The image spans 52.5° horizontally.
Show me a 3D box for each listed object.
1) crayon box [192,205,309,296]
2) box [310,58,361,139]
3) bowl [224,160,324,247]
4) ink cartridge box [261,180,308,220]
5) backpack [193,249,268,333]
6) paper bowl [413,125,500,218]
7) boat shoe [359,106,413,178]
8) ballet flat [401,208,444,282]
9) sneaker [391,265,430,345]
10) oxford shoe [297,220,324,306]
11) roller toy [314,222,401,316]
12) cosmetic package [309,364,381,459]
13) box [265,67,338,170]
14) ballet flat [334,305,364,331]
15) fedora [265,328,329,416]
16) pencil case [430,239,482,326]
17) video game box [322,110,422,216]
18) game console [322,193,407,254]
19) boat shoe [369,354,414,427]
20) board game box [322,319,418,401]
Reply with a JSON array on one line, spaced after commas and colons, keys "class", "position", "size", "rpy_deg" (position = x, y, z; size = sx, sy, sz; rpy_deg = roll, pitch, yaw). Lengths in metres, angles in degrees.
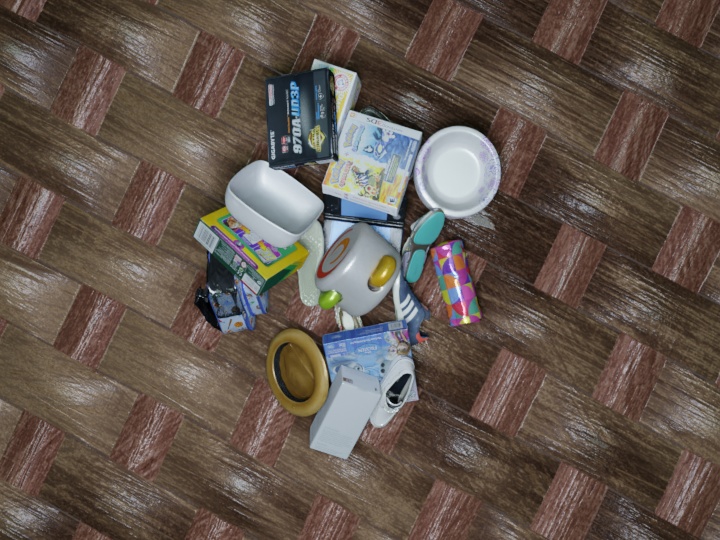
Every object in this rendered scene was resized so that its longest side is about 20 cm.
[{"class": "crayon box", "position": [-0.236, -0.057, 1.592], "size": [0.199, 0.172, 0.059], "rpy_deg": [42, 124, 10]}, {"class": "box", "position": [-0.081, -0.366, 1.693], "size": [0.110, 0.101, 0.205], "rpy_deg": [18, 91, 7]}, {"class": "bowl", "position": [-0.196, -0.138, 1.606], "size": [0.198, 0.200, 0.075], "rpy_deg": [36, 123, 0]}, {"class": "ink cartridge box", "position": [-0.205, -0.091, 1.718], "size": [0.114, 0.067, 0.205], "rpy_deg": [21, 91, 2]}, {"class": "backpack", "position": [-0.283, 0.041, 1.661], "size": [0.149, 0.193, 0.203], "rpy_deg": [1, 46, 0]}, {"class": "paper bowl", "position": [0.218, -0.222, 1.682], "size": [0.195, 0.104, 0.207], "rpy_deg": [0, 91, -2]}, {"class": "boat shoe", "position": [0.062, -0.300, 1.712], "size": [0.073, 0.060, 0.203], "rpy_deg": [-30, 89, 2]}, {"class": "ballet flat", "position": [0.132, -0.070, 1.678], "size": [0.070, 0.072, 0.204], "rpy_deg": [22, 122, 2]}, {"class": "sneaker", "position": [0.119, 0.076, 1.693], "size": [0.082, 0.075, 0.205], "rpy_deg": [-8, 112, 2]}, {"class": "oxford shoe", "position": [-0.115, -0.019, 1.715], "size": [0.073, 0.058, 0.206], "rpy_deg": [1, 98, 16]}, {"class": "roller toy", "position": [0.000, 0.000, 1.630], "size": [0.139, 0.184, 0.199], "rpy_deg": [38, 118, -19]}, {"class": "cosmetic package", "position": [-0.037, 0.325, 1.666], "size": [0.099, 0.075, 0.203], "rpy_deg": [20, 114, -15]}, {"class": "box", "position": [-0.131, -0.334, 1.620], "size": [0.155, 0.046, 0.206], "rpy_deg": [-5, 84, 17]}, {"class": "ballet flat", "position": [-0.016, 0.164, 1.715], "size": [0.074, 0.064, 0.204], "rpy_deg": [-22, 90, 1]}, {"class": "fedora", "position": [-0.132, 0.232, 1.695], "size": [0.196, 0.081, 0.207], "rpy_deg": [3, 96, 35]}, {"class": "pencil case", "position": [0.224, 0.031, 1.699], "size": [0.086, 0.088, 0.205], "rpy_deg": [-15, 91, 2]}, {"class": "video game box", "position": [0.028, -0.243, 1.636], "size": [0.178, 0.047, 0.204], "rpy_deg": [16, 71, 8]}, {"class": "game console", "position": [0.004, -0.095, 1.691], "size": [0.194, 0.172, 0.121], "rpy_deg": [6, 63, 2]}, {"class": "boat shoe", "position": [0.073, 0.288, 1.655], "size": [0.070, 0.066, 0.203], "rpy_deg": [21, 116, -16]}, {"class": "board game box", "position": [0.026, 0.225, 1.681], "size": [0.194, 0.044, 0.203], "rpy_deg": [-11, 119, 2]}]
